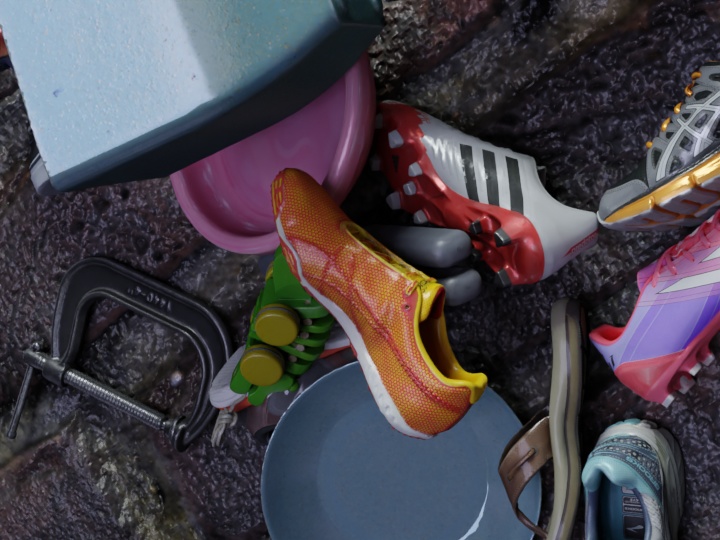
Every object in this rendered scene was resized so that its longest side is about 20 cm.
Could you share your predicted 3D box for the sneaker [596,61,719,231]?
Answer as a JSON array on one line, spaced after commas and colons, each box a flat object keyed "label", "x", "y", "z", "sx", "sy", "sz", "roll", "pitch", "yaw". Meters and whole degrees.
[{"label": "sneaker", "x": 0.228, "y": -0.091, "z": 1.184, "sx": 0.199, "sy": 0.078, "sz": 0.078, "roll": -36, "pitch": 69, "yaw": 27}]

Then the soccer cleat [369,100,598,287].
[{"label": "soccer cleat", "x": 0.079, "y": -0.059, "z": 1.278, "sx": 0.200, "sy": 0.085, "sz": 0.069, "roll": 42, "pitch": 142, "yaw": 42}]

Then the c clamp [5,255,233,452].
[{"label": "c clamp", "x": -0.187, "y": 0.080, "z": 1.483, "sx": 0.199, "sy": 0.027, "sz": 0.172, "roll": 18, "pitch": 104, "yaw": 27}]

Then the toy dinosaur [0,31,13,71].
[{"label": "toy dinosaur", "x": -0.287, "y": -0.178, "z": 1.392, "sx": 0.200, "sy": 0.181, "sz": 0.105, "roll": -44, "pitch": 78, "yaw": 28}]

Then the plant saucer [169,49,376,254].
[{"label": "plant saucer", "x": -0.058, "y": -0.111, "z": 1.324, "sx": 0.199, "sy": 0.051, "sz": 0.203, "roll": -5, "pitch": 83, "yaw": 43}]

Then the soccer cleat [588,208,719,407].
[{"label": "soccer cleat", "x": 0.223, "y": -0.001, "z": 1.205, "sx": 0.076, "sy": 0.067, "sz": 0.201, "roll": 40, "pitch": 120, "yaw": 15}]

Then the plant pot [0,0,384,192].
[{"label": "plant pot", "x": -0.100, "y": -0.178, "z": 1.191, "sx": 0.199, "sy": 0.196, "sz": 0.198, "roll": -17, "pitch": 91, "yaw": 16}]

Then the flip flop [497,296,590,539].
[{"label": "flip flop", "x": 0.122, "y": 0.118, "z": 1.272, "sx": 0.057, "sy": 0.081, "sz": 0.202, "roll": 4, "pitch": 98, "yaw": 8}]

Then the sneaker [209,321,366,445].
[{"label": "sneaker", "x": -0.015, "y": 0.069, "z": 1.367, "sx": 0.199, "sy": 0.077, "sz": 0.082, "roll": -25, "pitch": 114, "yaw": 32}]

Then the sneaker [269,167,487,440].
[{"label": "sneaker", "x": 0.013, "y": 0.011, "z": 1.217, "sx": 0.077, "sy": 0.073, "sz": 0.201, "roll": -39, "pitch": 82, "yaw": 23}]

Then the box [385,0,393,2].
[{"label": "box", "x": 0.088, "y": -0.298, "z": 1.190, "sx": 0.199, "sy": 0.117, "sz": 0.198, "roll": -19, "pitch": 90, "yaw": 33}]

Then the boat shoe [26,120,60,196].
[{"label": "boat shoe", "x": -0.208, "y": -0.120, "z": 1.399, "sx": 0.200, "sy": 0.072, "sz": 0.071, "roll": -33, "pitch": 78, "yaw": 51}]

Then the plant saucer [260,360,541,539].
[{"label": "plant saucer", "x": 0.029, "y": 0.152, "z": 1.338, "sx": 0.199, "sy": 0.039, "sz": 0.203, "roll": 1, "pitch": 104, "yaw": 3}]

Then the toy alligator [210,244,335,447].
[{"label": "toy alligator", "x": -0.055, "y": 0.058, "z": 1.301, "sx": 0.054, "sy": 0.060, "sz": 0.201, "roll": 17, "pitch": 130, "yaw": -6}]

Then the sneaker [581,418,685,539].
[{"label": "sneaker", "x": 0.181, "y": 0.206, "z": 1.258, "sx": 0.077, "sy": 0.086, "sz": 0.202, "roll": -11, "pitch": 95, "yaw": 31}]

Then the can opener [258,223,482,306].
[{"label": "can opener", "x": 0.000, "y": 0.000, "z": 1.289, "sx": 0.199, "sy": 0.067, "sz": 0.054, "roll": 5, "pitch": 115, "yaw": 57}]
